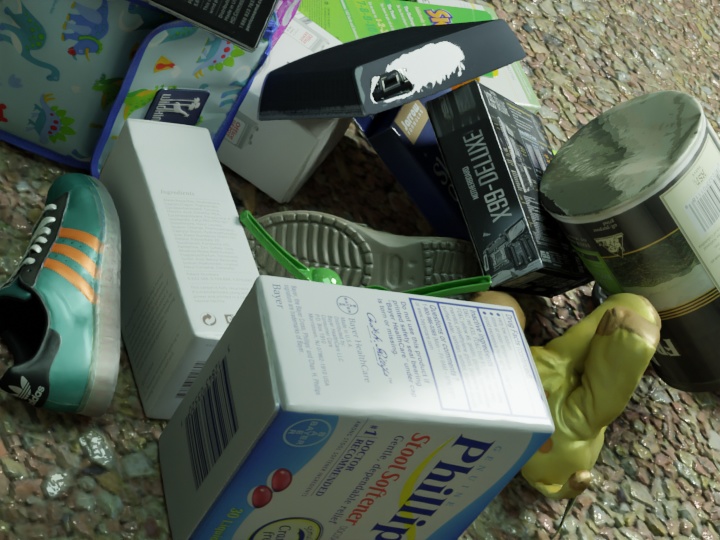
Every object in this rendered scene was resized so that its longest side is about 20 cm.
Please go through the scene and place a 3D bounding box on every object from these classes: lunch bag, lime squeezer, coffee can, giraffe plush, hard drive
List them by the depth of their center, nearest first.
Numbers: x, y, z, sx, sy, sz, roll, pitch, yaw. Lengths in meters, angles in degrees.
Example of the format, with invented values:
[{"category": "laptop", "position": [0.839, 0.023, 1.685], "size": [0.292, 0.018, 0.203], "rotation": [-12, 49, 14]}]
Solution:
[{"category": "lime squeezer", "position": [-0.006, 0.011, 1.112], "size": [0.199, 0.071, 0.038], "rotation": [16, 55, -18]}, {"category": "lunch bag", "position": [-0.182, -0.163, 1.144], "size": [0.199, 0.170, 0.128], "rotation": [21, 39, -15]}, {"category": "giraffe plush", "position": [0.118, 0.085, 1.148], "size": [0.161, 0.173, 0.201], "rotation": [27, 74, 7]}, {"category": "hard drive", "position": [0.024, -0.161, 1.190], "size": [0.199, 0.134, 0.043], "rotation": [-25, 110, -42]}, {"category": "coffee can", "position": [0.256, -0.023, 1.213], "size": [0.200, 0.146, 0.147], "rotation": [52, 33, -26]}]

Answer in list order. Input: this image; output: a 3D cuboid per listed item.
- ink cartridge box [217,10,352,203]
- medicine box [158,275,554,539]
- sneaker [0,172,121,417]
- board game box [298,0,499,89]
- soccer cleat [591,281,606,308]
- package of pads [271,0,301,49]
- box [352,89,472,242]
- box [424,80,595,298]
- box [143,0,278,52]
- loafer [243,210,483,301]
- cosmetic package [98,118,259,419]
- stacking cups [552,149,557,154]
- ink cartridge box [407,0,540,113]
[{"category": "ink cartridge box", "position": [-0.102, -0.171, 1.274], "size": [0.199, 0.083, 0.147], "rotation": [35, 39, 0]}, {"category": "medicine box", "position": [-0.007, 0.108, 0.989], "size": [0.199, 0.183, 0.103], "rotation": [8, 47, -27]}, {"category": "sneaker", "position": [-0.213, 0.006, 1.035], "size": [0.079, 0.071, 0.201], "rotation": [14, 45, -29]}, {"category": "board game box", "position": [0.029, -0.216, 1.407], "size": [0.198, 0.030, 0.096], "rotation": [3, 50, -6]}, {"category": "soccer cleat", "position": [0.301, 0.057, 1.352], "size": [0.198, 0.073, 0.069], "rotation": [18, 71, 5]}, {"category": "package of pads", "position": [-0.141, -0.256, 1.209], "size": [0.199, 0.076, 0.121], "rotation": [30, 42, -4]}, {"category": "box", "position": [0.071, -0.097, 1.299], "size": [0.200, 0.032, 0.121], "rotation": [51, 37, -18]}, {"category": "box", "position": [0.129, -0.062, 1.240], "size": [0.200, 0.049, 0.159], "rotation": [6, 63, -68]}, {"category": "box", "position": [-0.127, -0.289, 1.088], "size": [0.195, 0.124, 0.201], "rotation": [23, 35, -8]}, {"category": "loafer", "position": [0.000, 0.000, 1.190], "size": [0.198, 0.068, 0.076], "rotation": [10, 82, -8]}, {"category": "cosmetic package", "position": [-0.131, -0.002, 1.078], "size": [0.074, 0.102, 0.201], "rotation": [4, 50, -32]}, {"category": "stacking cups", "position": [0.125, -0.107, 1.392], "size": [0.199, 0.061, 0.061], "rotation": [23, 41, -9]}, {"category": "ink cartridge box", "position": [0.063, -0.207, 1.452], "size": [0.199, 0.048, 0.146], "rotation": [6, 48, -33]}]
